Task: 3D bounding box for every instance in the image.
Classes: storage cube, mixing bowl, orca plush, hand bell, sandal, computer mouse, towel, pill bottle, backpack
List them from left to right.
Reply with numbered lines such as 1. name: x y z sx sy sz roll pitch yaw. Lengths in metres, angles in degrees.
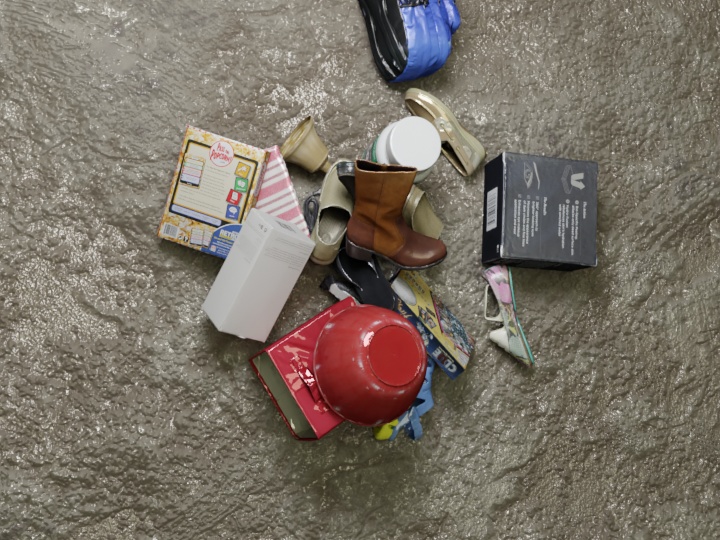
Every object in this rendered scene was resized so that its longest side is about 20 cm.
1. towel: -0.176 -0.105 1.667 0.144 0.030 0.203 -21 91 14
2. storage cube: -0.064 0.172 1.604 0.178 0.200 0.173 -32 90 -21
3. hand bell: -0.052 -0.179 1.716 0.199 0.104 0.105 41 76 -17
4. computer mouse: -0.014 -0.097 1.718 0.196 0.046 0.143 -11 102 -5
5. sandal: 0.001 0.000 1.632 0.076 0.043 0.201 -46 57 11
6. orca plush: 0.011 0.078 1.714 0.198 0.071 0.106 34 122 4
7. mixing bowl: 0.033 0.143 1.490 0.196 0.108 0.204 7 73 -23
8. pill bottle: 0.071 -0.203 1.677 0.111 0.200 0.116 2 81 -13
9. sandal: 0.098 0.228 1.699 0.086 0.079 0.203 27 86 -13
10. backpack: 0.102 -0.464 1.738 0.164 0.162 0.204 -9 84 -17

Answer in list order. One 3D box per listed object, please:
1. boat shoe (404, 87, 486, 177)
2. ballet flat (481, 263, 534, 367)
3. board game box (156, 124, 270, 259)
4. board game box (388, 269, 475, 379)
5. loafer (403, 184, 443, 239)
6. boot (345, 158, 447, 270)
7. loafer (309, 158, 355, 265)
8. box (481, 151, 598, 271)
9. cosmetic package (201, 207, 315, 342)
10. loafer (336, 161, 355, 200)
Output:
1. boat shoe: 0.153 -0.264 1.773 0.200 0.072 0.065 43 75 -10
2. ballet flat: 0.272 0.091 1.758 0.070 0.069 0.204 -15 93 4
3. board game box: -0.257 -0.134 1.628 0.149 0.046 0.204 18 95 4
4. board game box: 0.124 0.089 1.692 0.035 0.136 0.200 -40 93 24
5. loafer: 0.114 -0.083 1.677 0.066 0.201 0.077 17 66 20
6. boot: 0.071 -0.100 1.564 0.184 0.202 0.069 13 44 2
7. loafer: -0.039 -0.109 1.634 0.074 0.068 0.204 17 71 -12
8. box: 0.341 -0.108 1.771 0.196 0.117 0.201 5 83 -11
9. cosmetic package: -0.176 0.011 1.598 0.107 0.085 0.202 21 104 -43
10. loafer: 0.022 -0.128 1.614 0.199 0.072 0.074 29 66 -49
